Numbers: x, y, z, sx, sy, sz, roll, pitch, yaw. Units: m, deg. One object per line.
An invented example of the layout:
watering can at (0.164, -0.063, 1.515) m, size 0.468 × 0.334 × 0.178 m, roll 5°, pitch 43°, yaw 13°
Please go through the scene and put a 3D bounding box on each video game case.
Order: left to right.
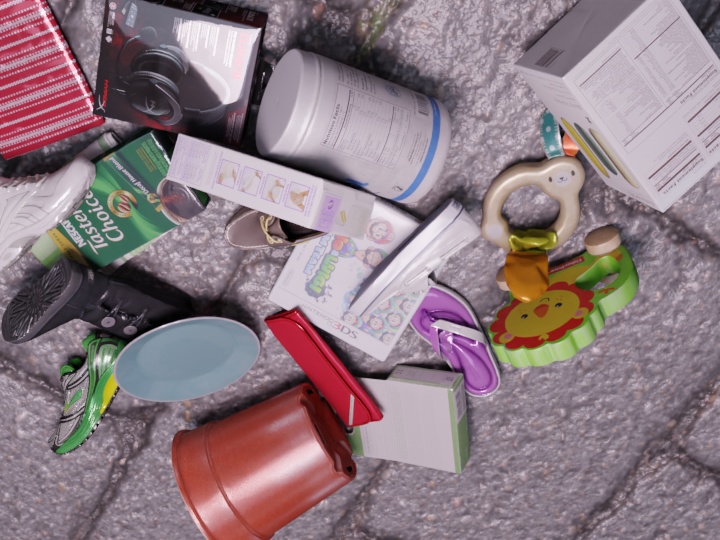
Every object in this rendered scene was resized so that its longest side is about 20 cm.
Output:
video game case at (0.000, 0.000, 1.354) m, size 0.181 × 0.024 × 0.201 m, roll 29°, pitch 114°, yaw -5°

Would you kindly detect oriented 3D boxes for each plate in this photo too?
plate at (-0.234, 0.114, 1.392) m, size 0.199 × 0.026 × 0.201 m, roll -13°, pitch 145°, yaw -10°

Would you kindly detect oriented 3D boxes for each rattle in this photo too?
rattle at (0.225, -0.086, 1.261) m, size 0.130 × 0.143 × 0.200 m, roll 35°, pitch 120°, yaw 3°

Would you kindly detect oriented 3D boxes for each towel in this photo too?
towel at (-0.414, -0.245, 1.245) m, size 0.144 × 0.023 × 0.201 m, roll -18°, pitch 118°, yaw 7°
towel at (-0.345, -0.071, 1.336) m, size 0.199 × 0.031 × 0.149 m, roll -33°, pitch 110°, yaw 19°

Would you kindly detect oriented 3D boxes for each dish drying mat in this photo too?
dish drying mat at (-0.051, 0.137, 1.415) m, size 0.077 × 0.018 × 0.200 m, roll -17°, pitch 117°, yaw 48°

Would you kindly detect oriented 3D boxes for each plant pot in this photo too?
plant pot at (-0.123, 0.264, 1.419) m, size 0.194 × 0.201 × 0.201 m, roll -30°, pitch 114°, yaw 8°

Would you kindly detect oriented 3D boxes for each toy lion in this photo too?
toy lion at (0.255, 0.042, 1.293) m, size 0.199 × 0.192 × 0.069 m, roll -23°, pitch 115°, yaw 11°

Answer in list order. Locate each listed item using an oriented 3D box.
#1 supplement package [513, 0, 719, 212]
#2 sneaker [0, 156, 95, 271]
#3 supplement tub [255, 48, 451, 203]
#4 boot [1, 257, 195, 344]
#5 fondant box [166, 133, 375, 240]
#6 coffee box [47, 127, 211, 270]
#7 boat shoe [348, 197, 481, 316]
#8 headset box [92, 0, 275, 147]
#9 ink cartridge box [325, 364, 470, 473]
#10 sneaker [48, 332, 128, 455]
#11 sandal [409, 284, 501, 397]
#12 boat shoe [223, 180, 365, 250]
supplement package at (0.309, -0.202, 1.169) m, size 0.151 × 0.152 × 0.200 m, roll -43°, pitch 111°, yaw 2°
sneaker at (-0.403, -0.082, 1.229) m, size 0.200 × 0.078 × 0.100 m, roll -36°, pitch 102°, yaw 18°
supplement tub at (-0.007, -0.165, 1.199) m, size 0.199 × 0.132 × 0.132 m, roll 16°, pitch 118°, yaw -24°
boot at (-0.340, 0.064, 1.350) m, size 0.164 × 0.066 × 0.199 m, roll -32°, pitch 148°, yaw 30°
fondant box at (-0.102, -0.096, 1.193) m, size 0.199 × 0.144 × 0.059 m, roll 18°, pitch 94°, yaw 24°
coffee box at (-0.300, -0.085, 1.283) m, size 0.199 × 0.044 × 0.123 m, roll -25°, pitch 113°, yaw 16°
boat shoe at (0.067, -0.001, 1.292) m, size 0.065 × 0.074 × 0.200 m, roll 43°, pitch 114°, yaw -7°
headset box at (-0.202, -0.241, 1.214) m, size 0.199 × 0.077 × 0.150 m, roll 13°, pitch 117°, yaw -5°
ink cartridge box at (0.051, 0.204, 1.461) m, size 0.199 × 0.048 × 0.146 m, roll 6°, pitch 121°, yaw 25°
sneaker at (-0.385, 0.169, 1.439) m, size 0.085 × 0.078 × 0.201 m, roll 30°, pitch 105°, yaw -7°
sandal at (0.132, 0.097, 1.402) m, size 0.082 × 0.050 × 0.203 m, roll -34°, pitch 112°, yaw 16°
boat shoe at (-0.090, -0.064, 1.297) m, size 0.199 × 0.060 × 0.072 m, roll -13°, pitch 106°, yaw 20°
